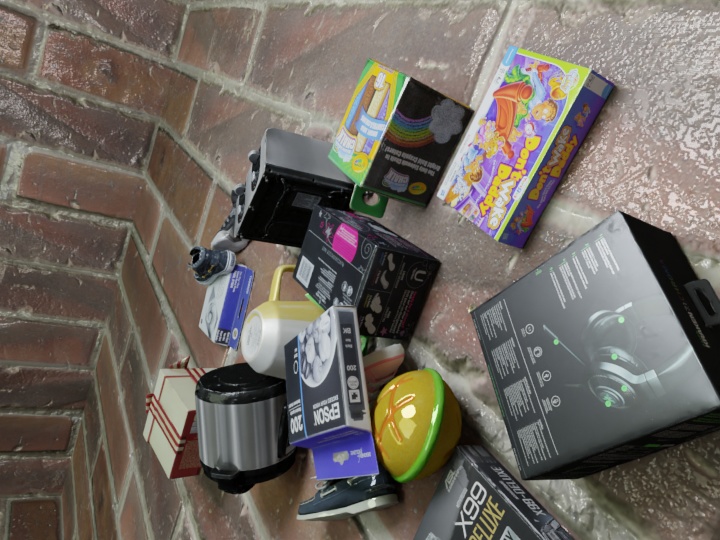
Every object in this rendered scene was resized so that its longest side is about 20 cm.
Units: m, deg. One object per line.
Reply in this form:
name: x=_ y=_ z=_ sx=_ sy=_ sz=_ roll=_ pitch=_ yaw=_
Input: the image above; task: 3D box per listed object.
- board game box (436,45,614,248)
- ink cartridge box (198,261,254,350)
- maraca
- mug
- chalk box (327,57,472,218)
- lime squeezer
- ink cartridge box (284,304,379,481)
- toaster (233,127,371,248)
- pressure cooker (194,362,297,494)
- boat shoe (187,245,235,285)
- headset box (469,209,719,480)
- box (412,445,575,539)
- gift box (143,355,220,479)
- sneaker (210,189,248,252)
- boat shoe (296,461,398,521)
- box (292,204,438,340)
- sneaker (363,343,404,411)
board game box: x=0.184 y=-0.148 z=0.651 sx=0.135 sy=0.044 sz=0.201 roll=49 pitch=120 yaw=50
ink cartridge box: x=-0.335 y=0.074 z=1.353 sx=0.199 sy=0.040 sz=0.201 roll=17 pitch=95 yaw=56
maraca: x=0.060 y=0.189 z=0.685 sx=0.200 sy=0.106 sz=0.138 roll=136 pitch=157 yaw=-73
mug: x=-0.116 y=0.103 z=0.923 sx=0.150 sy=0.152 sz=0.187 roll=-54 pitch=40 yaw=33
chalk box: x=0.043 y=-0.177 z=0.797 sx=0.201 sy=0.124 sz=0.124 roll=-63 pitch=37 yaw=19
lime squeezer: x=-0.018 y=0.117 z=0.848 sx=0.038 sy=0.070 sz=0.201 roll=92 pitch=156 yaw=-88
ink cartridge box: x=-0.048 y=0.171 z=0.725 sx=0.198 sy=0.043 sz=0.202 roll=-40 pitch=53 yaw=56
toaster: x=-0.112 y=-0.135 z=0.972 sx=0.181 sy=0.198 sz=0.119 roll=-54 pitch=38 yaw=44
pressure cooker: x=-0.196 y=0.277 z=0.960 sx=0.178 sy=0.175 sz=0.202 roll=10 pitch=103 yaw=56
boat shoe: x=-0.386 y=-0.018 z=1.341 sx=0.200 sy=0.090 sz=0.072 roll=-20 pitch=62 yaw=50
headset box: x=0.218 y=0.071 z=0.492 sx=0.200 sy=0.092 sz=0.175 roll=-44 pitch=46 yaw=40
box: x=0.127 y=0.319 z=0.590 sx=0.158 sy=0.049 sz=0.201 roll=41 pitch=115 yaw=53
gift box: x=-0.340 y=0.301 z=1.179 sx=0.186 sy=0.184 sz=0.202 roll=30 pitch=102 yaw=46
sneaker: x=-0.299 y=-0.124 z=1.334 sx=0.199 sy=0.075 sz=0.115 roll=-30 pitch=55 yaw=41
boat shoe: x=-0.027 y=0.323 z=0.794 sx=0.200 sy=0.074 sz=0.062 roll=-37 pitch=53 yaw=43
box: x=0.000 y=0.000 z=0.817 sx=0.200 sy=0.114 sz=0.133 roll=38 pitch=113 yaw=54
sneaker: x=0.009 y=0.186 z=0.784 sx=0.200 sy=0.075 sz=0.105 roll=-41 pitch=68 yaw=37
